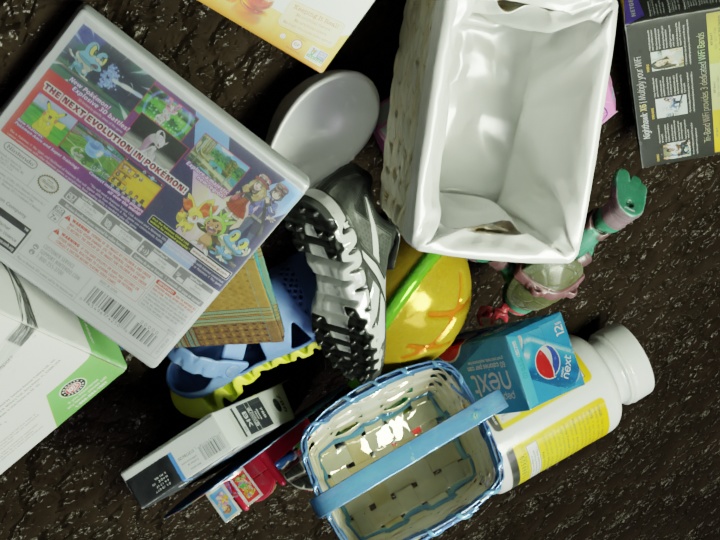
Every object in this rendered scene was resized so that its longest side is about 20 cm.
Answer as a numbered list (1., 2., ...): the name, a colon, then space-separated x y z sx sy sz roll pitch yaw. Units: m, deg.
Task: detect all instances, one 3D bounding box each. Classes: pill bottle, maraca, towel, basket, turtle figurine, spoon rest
1. pill bottle: 0.196 0.134 1.727 0.199 0.112 0.112 -27 144 -13
2. maraca: 0.036 0.035 1.480 0.137 0.107 0.200 -47 171 -26
3. towel: -0.143 -0.004 1.286 0.145 0.022 0.201 -2 143 9
4. basket: 0.096 -0.118 1.259 0.134 0.123 0.202 5 103 -16
5. turtle figurine: 0.162 -0.019 1.502 0.148 0.101 0.200 -8 154 -32
6. basket: 0.032 0.158 1.409 0.175 0.140 0.200 -27 177 -10
7. spoon rest: -0.067 -0.080 1.295 0.199 0.061 0.100 -35 146 -2

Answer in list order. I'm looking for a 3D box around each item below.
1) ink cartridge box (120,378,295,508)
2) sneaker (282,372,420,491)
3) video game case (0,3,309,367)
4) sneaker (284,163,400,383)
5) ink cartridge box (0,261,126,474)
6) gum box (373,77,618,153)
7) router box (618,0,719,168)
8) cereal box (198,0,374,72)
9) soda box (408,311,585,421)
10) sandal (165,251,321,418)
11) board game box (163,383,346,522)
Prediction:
1. ink cartridge box: -0.119 0.144 1.435 0.099 0.039 0.200 -35 176 17
2. sneaker: 0.017 0.155 1.628 0.199 0.077 0.085 -33 150 -5
3. video game case: -0.167 -0.054 1.176 0.199 0.023 0.182 37 106 -17
4. sneaker: 0.000 0.000 1.351 0.091 0.066 0.201 -46 138 -34
5. ink cartridge box: -0.291 0.057 1.223 0.146 0.085 0.200 -38 145 13
6. gum box: 0.113 -0.132 1.387 0.199 0.066 0.114 -35 144 -4
7. router box: 0.309 -0.180 1.465 0.155 0.053 0.201 -10 145 7
8. cereal box: -0.028 -0.247 1.112 0.143 0.040 0.201 27 114 -25
9. soda box: 0.109 0.089 1.497 0.064 0.068 0.200 -20 -178 -29
10. sandal: -0.087 0.041 1.404 0.199 0.080 0.087 -39 141 -1
11. board game box: -0.083 0.175 1.508 0.199 0.039 0.158 -35 179 -17
